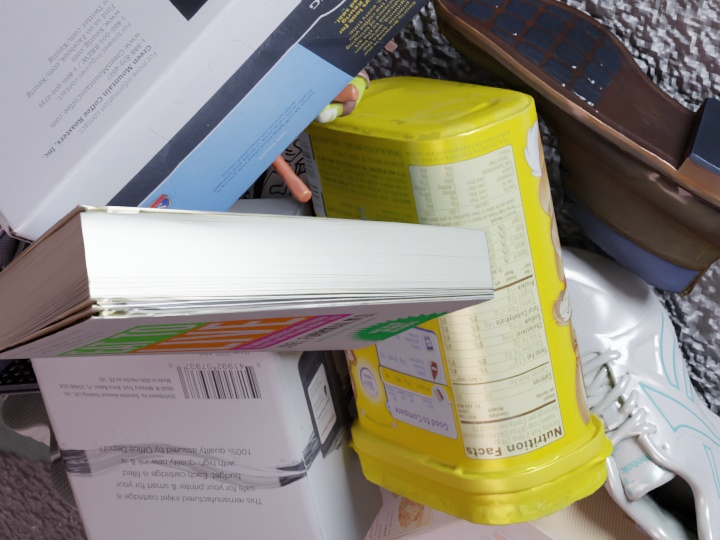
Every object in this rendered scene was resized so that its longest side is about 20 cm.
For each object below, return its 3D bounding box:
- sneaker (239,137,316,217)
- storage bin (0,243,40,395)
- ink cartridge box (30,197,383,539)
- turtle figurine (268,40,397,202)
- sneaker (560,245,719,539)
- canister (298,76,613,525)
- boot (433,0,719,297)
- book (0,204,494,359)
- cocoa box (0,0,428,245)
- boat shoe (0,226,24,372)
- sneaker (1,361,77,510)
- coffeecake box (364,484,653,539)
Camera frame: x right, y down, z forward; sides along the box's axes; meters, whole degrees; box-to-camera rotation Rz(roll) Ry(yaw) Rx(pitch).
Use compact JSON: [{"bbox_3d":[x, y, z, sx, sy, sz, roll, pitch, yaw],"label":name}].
[{"bbox_3d":[-0.048,0.015,1.233,0.108,0.067,0.202,24,110,45],"label":"sneaker"},{"bbox_3d":[-0.183,-0.009,1.340,0.200,0.094,0.135,-5,121,36],"label":"storage bin"},{"bbox_3d":[-0.084,0.068,1.195,0.145,0.083,0.200,0,121,23],"label":"ink cartridge box"},{"bbox_3d":[-0.001,-0.130,1.096,0.064,0.200,0.161,31,119,-34],"label":"turtle figurine"},{"bbox_3d":[0.144,0.073,1.192,0.070,0.080,0.200,-31,106,27],"label":"sneaker"},{"bbox_3d":[0.044,0.011,1.127,0.149,0.087,0.200,16,122,54],"label":"canister"},{"bbox_3d":[0.110,-0.063,1.127,0.200,0.075,0.097,32,132,4],"label":"boot"},{"bbox_3d":[-0.060,0.011,1.015,0.134,0.200,0.048,-25,69,56],"label":"book"},{"bbox_3d":[-0.092,-0.114,1.012,0.200,0.131,0.133,-45,67,9],"label":"cocoa box"},{"bbox_3d":[-0.205,-0.001,1.252,0.093,0.075,0.200,42,143,-13],"label":"boat shoe"},{"bbox_3d":[-0.154,0.100,1.377,0.080,0.070,0.200,24,-173,-28],"label":"sneaker"},{"bbox_3d":[0.069,0.164,1.296,0.153,0.073,0.200,35,140,-31],"label":"coffeecake box"}]
